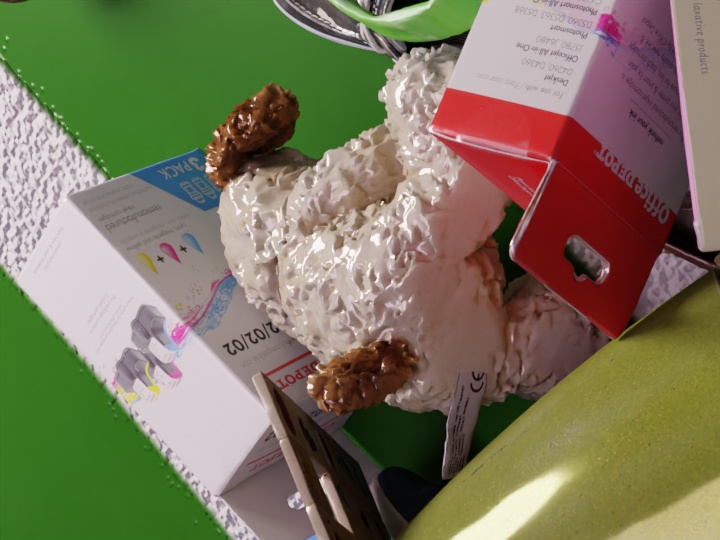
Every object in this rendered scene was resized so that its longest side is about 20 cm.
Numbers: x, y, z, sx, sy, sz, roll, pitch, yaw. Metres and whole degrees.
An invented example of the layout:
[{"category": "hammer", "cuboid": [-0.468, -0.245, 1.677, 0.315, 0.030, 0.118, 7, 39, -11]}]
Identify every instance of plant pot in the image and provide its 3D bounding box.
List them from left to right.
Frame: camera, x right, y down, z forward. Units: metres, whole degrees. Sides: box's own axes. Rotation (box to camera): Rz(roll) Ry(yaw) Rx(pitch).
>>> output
[{"category": "plant pot", "cuboid": [0.111, 0.127, 1.118, 0.200, 0.187, 0.187, -27, 88, 10]}]

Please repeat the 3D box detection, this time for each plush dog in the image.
[{"category": "plush dog", "cuboid": [0.000, 0.000, 1.210, 0.172, 0.160, 0.200, 21, 145, 52]}]

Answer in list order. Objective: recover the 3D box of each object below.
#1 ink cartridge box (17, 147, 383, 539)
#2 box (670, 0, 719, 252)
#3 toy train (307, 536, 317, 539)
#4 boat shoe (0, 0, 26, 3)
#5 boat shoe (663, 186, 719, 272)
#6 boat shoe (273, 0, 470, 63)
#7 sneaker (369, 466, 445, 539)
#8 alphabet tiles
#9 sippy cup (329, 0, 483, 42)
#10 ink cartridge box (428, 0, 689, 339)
[{"category": "ink cartridge box", "cuboid": [-0.065, 0.038, 1.303, 0.200, 0.115, 0.068, 46, 126, 14]}, {"category": "box", "cuboid": [0.220, -0.115, 0.991, 0.200, 0.097, 0.176, -6, 120, 10]}, {"category": "toy train", "cuboid": [0.004, 0.218, 1.334, 0.200, 0.087, 0.114, 24, 123, 27]}, {"category": "boat shoe", "cuboid": [-0.172, -0.242, 1.328, 0.076, 0.072, 0.200, 36, 116, 38]}, {"category": "boat shoe", "cuboid": [0.183, -0.018, 1.136, 0.200, 0.072, 0.072, 24, 118, 27]}, {"category": "boat shoe", "cuboid": [0.030, -0.132, 1.209, 0.200, 0.071, 0.072, 11, 111, 32]}, {"category": "sneaker", "cuboid": [0.095, 0.127, 1.255, 0.200, 0.075, 0.085, 26, 101, 29]}, {"category": "alphabet tiles", "cuboid": [0.011, 0.156, 1.167, 0.008, 0.167, 0.200, -26, 66, 6]}, {"category": "sippy cup", "cuboid": [0.045, -0.200, 1.143, 0.130, 0.178, 0.140, 29, 146, 42]}, {"category": "ink cartridge box", "cuboid": [0.101, -0.085, 1.086, 0.067, 0.116, 0.200, 17, 79, 35]}]
